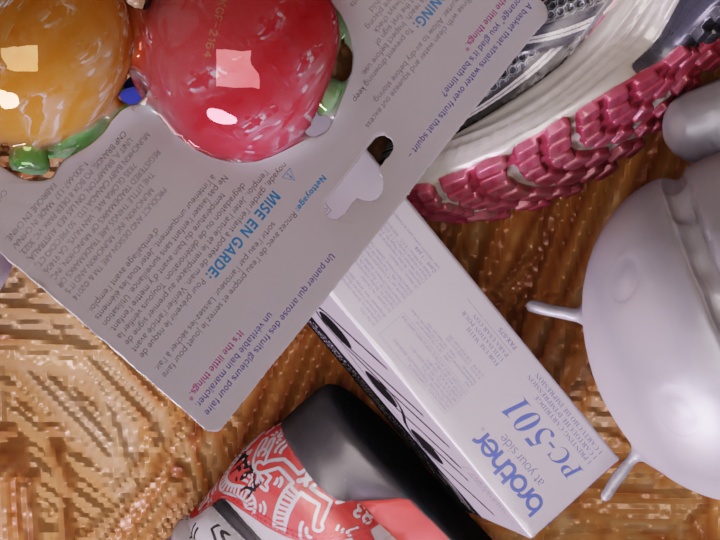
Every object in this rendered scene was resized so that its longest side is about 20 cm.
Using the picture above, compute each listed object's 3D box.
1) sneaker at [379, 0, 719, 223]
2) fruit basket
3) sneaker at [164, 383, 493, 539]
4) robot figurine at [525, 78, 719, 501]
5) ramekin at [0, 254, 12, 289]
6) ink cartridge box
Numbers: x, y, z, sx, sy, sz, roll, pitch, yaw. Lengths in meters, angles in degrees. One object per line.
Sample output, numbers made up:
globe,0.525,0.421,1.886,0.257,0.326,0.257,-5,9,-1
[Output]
sneaker,0.086,-0.088,1.018,0.200,0.081,0.075,-39,71,11
fruit basket,-0.067,-0.081,0.929,0.200,0.094,0.186,42,69,-11
sneaker,0.015,0.147,1.082,0.108,0.067,0.202,-41,95,13
robot figurine,0.158,0.006,0.975,0.199,0.113,0.170,-23,64,8
ramekin,-0.201,-0.035,0.984,0.094,0.202,0.202,-45,98,1
ink cartridge box,0.000,0.000,1.025,0.044,0.094,0.200,-41,98,-9
